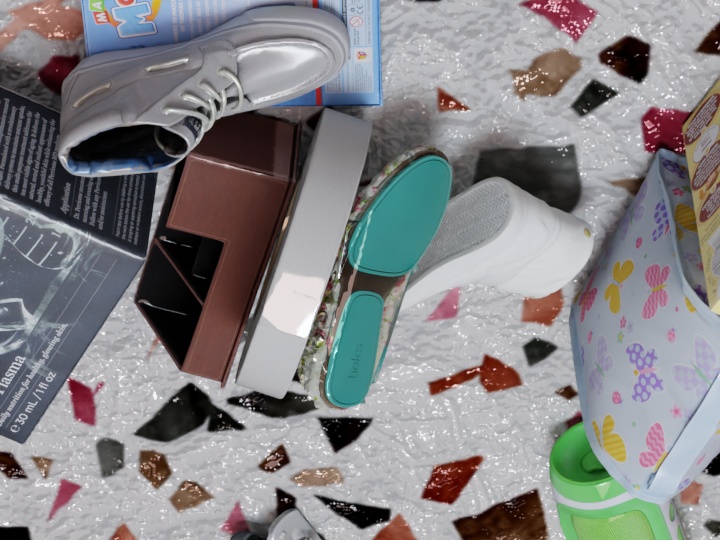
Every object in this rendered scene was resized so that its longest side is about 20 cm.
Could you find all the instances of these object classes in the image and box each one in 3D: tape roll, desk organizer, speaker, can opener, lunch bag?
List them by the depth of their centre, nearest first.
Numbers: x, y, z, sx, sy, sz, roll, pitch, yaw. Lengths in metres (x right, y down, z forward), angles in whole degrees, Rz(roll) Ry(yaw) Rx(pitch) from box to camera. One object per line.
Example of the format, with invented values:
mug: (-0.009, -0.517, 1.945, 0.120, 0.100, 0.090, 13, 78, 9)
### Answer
tape roll: (-0.039, -0.011, 1.712, 0.037, 0.203, 0.203, 19, 128, -3)
lunch bag: (0.233, 0.046, 1.762, 0.127, 0.200, 0.170, 16, 127, -12)
desk organizer: (-0.106, -0.019, 1.793, 0.077, 0.072, 0.200, 14, 128, -8)
speaker: (0.209, 0.209, 1.972, 0.088, 0.089, 0.200, -15, 128, 12)
can opener: (-0.028, 0.267, 2.051, 0.066, 0.053, 0.200, 1, 139, 47)

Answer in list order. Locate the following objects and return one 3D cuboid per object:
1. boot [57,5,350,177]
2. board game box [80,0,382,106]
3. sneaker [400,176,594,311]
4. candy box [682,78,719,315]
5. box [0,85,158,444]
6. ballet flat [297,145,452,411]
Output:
boot: (-0.103, -0.109, 1.654, 0.200, 0.096, 0.074, -14, 129, 12)
board game box: (-0.086, -0.177, 1.683, 0.200, 0.037, 0.151, -1, 130, 0)
sneaker: (0.073, 0.001, 1.806, 0.200, 0.074, 0.115, -21, 150, 40)
candy box: (0.286, -0.034, 1.695, 0.115, 0.200, 0.055, 23, 127, -18)
box: (-0.270, -0.016, 1.715, 0.196, 0.124, 0.200, 24, 125, -17)
ballet flat: (0.000, 0.000, 1.743, 0.076, 0.064, 0.200, 18, 100, -34)
